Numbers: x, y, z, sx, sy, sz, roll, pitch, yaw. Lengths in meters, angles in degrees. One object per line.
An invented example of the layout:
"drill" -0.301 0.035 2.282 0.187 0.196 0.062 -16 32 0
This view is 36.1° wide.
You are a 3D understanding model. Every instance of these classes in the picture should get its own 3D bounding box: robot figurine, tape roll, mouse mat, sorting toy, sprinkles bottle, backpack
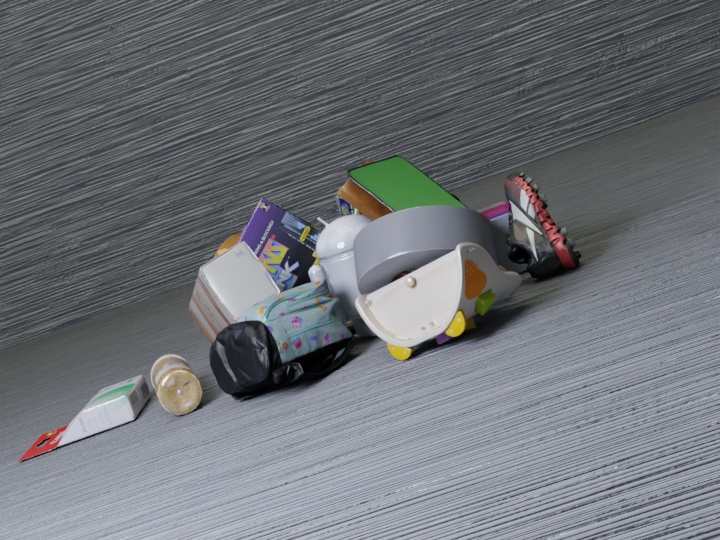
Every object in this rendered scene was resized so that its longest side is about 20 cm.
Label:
"robot figurine" 0.000 0.000 1.710 0.169 0.202 0.113 -25 8 -30
"tape roll" 0.090 -0.016 1.534 0.198 0.067 0.201 -5 -25 -2
"mouse mat" 0.089 -0.107 1.680 0.160 0.200 0.008 -23 -32 -52
"sorting toy" 0.130 0.042 1.507 0.199 0.108 0.179 -28 -13 41
"sprinkles bottle" -0.288 0.176 1.721 0.068 0.069 0.200 -21 8 -12
"backpack" -0.104 0.095 1.589 0.199 0.128 0.166 -22 3 -39

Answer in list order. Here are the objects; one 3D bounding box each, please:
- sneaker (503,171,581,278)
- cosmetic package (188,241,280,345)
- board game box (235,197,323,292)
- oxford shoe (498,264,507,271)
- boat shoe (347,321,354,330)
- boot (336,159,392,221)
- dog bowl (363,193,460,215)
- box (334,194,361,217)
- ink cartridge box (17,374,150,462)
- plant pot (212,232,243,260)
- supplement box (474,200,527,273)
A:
"sneaker" 0.258 -0.067 1.713 0.097 0.201 0.071 -31 -36 8
"cosmetic package" -0.200 0.048 1.722 0.087 0.104 0.200 -32 -11 -23
"board game box" -0.143 0.003 1.870 0.201 0.164 0.057 -62 8 2
"oxford shoe" 0.172 0.012 1.689 0.074 0.071 0.199 -21 7 -30
"boat shoe" -0.048 0.063 1.877 0.074 0.075 0.202 -20 7 -7
"boot" 0.078 -0.097 1.723 0.188 0.200 0.069 -42 -11 -43
"dog bowl" 0.084 -0.051 1.846 0.198 0.074 0.200 -15 -21 -6
"box" 0.023 -0.062 2.109 0.070 0.202 0.064 -23 7 -32
"ink cartridge box" -0.451 0.237 1.797 0.198 0.051 0.161 -18 7 0
"plant pot" -0.168 0.035 2.028 0.139 0.202 0.200 5 20 32
"supplement box" 0.234 -0.053 1.871 0.103 0.102 0.200 -20 7 -4
